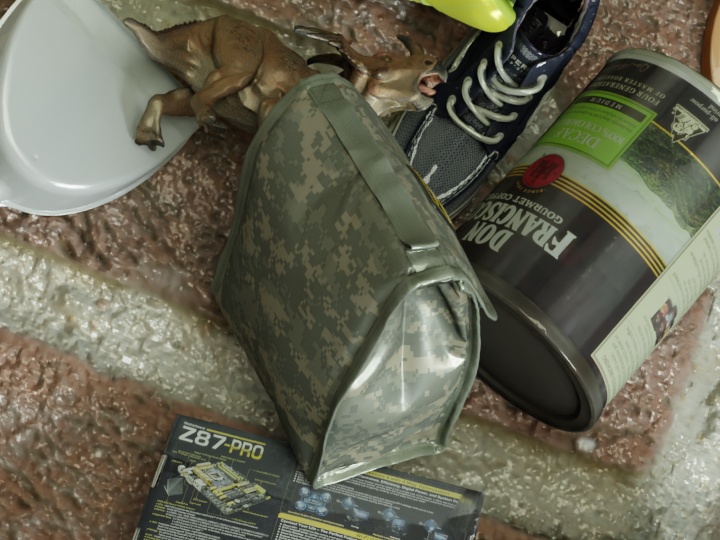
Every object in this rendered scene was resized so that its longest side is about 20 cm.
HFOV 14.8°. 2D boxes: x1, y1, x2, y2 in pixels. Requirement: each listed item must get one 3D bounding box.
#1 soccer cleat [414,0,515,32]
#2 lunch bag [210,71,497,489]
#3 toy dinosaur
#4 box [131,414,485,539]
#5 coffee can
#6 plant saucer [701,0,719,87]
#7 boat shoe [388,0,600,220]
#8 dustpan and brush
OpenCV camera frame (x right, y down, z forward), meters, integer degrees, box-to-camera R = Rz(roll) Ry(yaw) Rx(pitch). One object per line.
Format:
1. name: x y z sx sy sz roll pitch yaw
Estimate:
1. soccer cleat: 0.017 -0.204 1.773 0.200 0.065 0.084 43 91 23
2. lunch bag: 0.000 0.000 1.652 0.117 0.200 0.164 -15 57 -24
3. toy dinosaur: -0.060 -0.121 1.734 0.199 0.086 0.136 29 63 -14
4. box: -0.038 0.179 1.655 0.199 0.049 0.162 14 48 2
5. coffee can: 0.151 -0.020 1.753 0.146 0.146 0.200 44 71 -3
6. plant saucer: 0.329 -0.136 1.884 0.199 0.032 0.202 3 78 -14
7. boat shoe: 0.079 -0.113 1.779 0.074 0.093 0.201 34 72 -6
8. dustpan and brush: -0.209 -0.070 1.720 0.140 0.057 0.200 46 65 -15
